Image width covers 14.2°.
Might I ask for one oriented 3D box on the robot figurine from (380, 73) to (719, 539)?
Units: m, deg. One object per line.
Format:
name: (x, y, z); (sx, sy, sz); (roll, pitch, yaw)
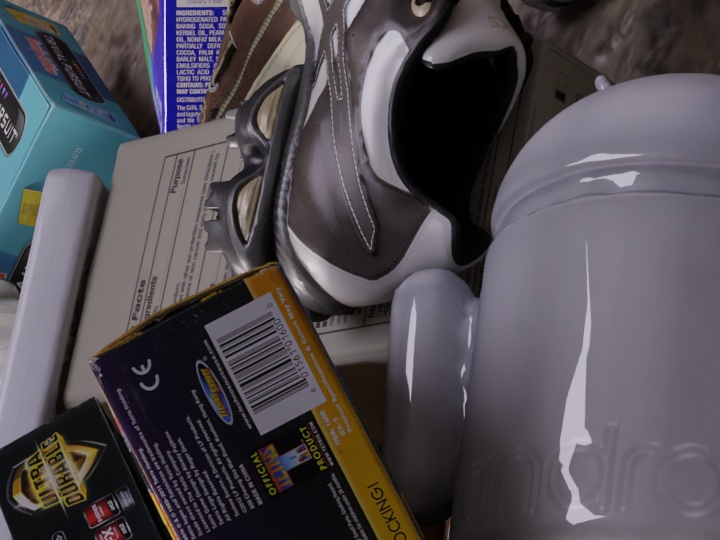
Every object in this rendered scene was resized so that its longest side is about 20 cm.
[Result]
robot figurine: (0.085, 0.033, 0.769); (0.169, 0.113, 0.201); (0, 66, 18)

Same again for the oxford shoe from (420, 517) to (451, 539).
oxford shoe: (-0.036, 0.093, 1.002); (0.200, 0.071, 0.072); (-24, 53, 57)

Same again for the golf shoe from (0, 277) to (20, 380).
golf shoe: (-0.179, 0.103, 1.192); (0.201, 0.078, 0.097); (-62, 33, 16)

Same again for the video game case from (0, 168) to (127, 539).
video game case: (-0.099, 0.091, 1.047); (0.182, 0.023, 0.201); (64, -147, -65)

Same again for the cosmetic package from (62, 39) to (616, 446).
cosmetic package: (0.000, 0.000, 0.947); (0.200, 0.071, 0.106); (-9, 62, 44)

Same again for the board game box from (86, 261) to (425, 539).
board game box: (-0.001, 0.103, 0.752); (0.201, 0.057, 0.165); (62, 173, 4)

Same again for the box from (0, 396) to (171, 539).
box: (-0.046, 0.151, 0.889); (0.046, 0.159, 0.200); (-29, 31, -4)

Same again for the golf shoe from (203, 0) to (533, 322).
golf shoe: (0.018, -0.083, 0.869); (0.094, 0.078, 0.201); (-3, 76, 40)

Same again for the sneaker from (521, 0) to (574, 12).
sneaker: (0.036, -0.193, 1.017); (0.075, 0.115, 0.201); (-43, 37, 41)

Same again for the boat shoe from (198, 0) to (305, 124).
boat shoe: (-0.020, -0.074, 1.044); (0.202, 0.074, 0.075); (133, 125, -61)

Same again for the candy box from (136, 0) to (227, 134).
candy box: (-0.054, -0.178, 1.126); (0.169, 0.077, 0.201); (-105, 14, -50)

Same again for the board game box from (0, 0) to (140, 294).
board game box: (-0.176, -0.005, 1.292); (0.201, 0.047, 0.151); (-62, 27, 13)
